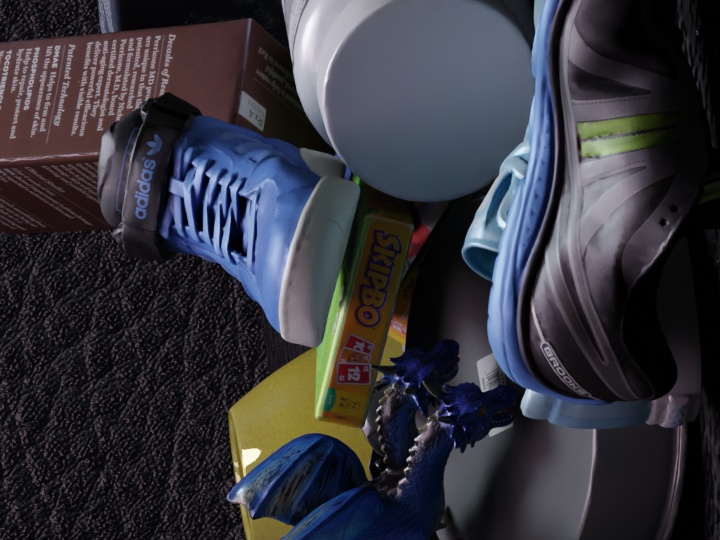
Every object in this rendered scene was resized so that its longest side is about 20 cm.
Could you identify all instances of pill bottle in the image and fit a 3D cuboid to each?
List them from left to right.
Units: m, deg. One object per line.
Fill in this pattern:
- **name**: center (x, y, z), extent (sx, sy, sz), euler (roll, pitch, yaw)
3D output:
- **pill bottle**: center (0.023, -0.109, 1.096), extent (0.200, 0.113, 0.114), euler (-103, 7, -68)

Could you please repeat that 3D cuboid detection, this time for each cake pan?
- **cake pan**: center (0.072, 0.054, 1.017), extent (0.200, 0.037, 0.201), euler (178, 90, -65)

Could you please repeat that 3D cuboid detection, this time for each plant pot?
- **plant pot**: center (-0.014, 0.134, 1.630), extent (0.200, 0.141, 0.201), euler (172, 90, -82)

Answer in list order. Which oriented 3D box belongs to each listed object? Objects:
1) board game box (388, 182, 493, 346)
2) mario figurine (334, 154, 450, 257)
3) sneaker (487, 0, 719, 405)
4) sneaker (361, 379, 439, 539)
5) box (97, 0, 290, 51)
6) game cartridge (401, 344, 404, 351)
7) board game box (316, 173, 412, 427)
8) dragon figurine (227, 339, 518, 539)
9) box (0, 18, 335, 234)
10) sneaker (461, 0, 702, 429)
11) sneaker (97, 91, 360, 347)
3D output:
- **board game box**: center (0.050, -0.021, 1.189), extent (0.096, 0.030, 0.200), euler (-58, -3, -12)
- **mario figurine**: center (0.006, -0.062, 1.363), extent (0.124, 0.106, 0.200), euler (54, -164, 2)
- **sneaker**: center (0.100, -0.047, 0.826), extent (0.071, 0.082, 0.200), euler (-25, -53, -61)
- **sneaker**: center (0.046, 0.069, 1.214), extent (0.060, 0.104, 0.200), euler (-105, 10, -47)
- **box**: center (-0.044, -0.178, 1.272), extent (0.200, 0.196, 0.118), euler (90, 169, -48)
- **game cartridge**: center (0.058, 0.073, 1.428), extent (0.200, 0.038, 0.130), euler (106, 159, -74)
- **board game box**: center (0.000, 0.000, 1.135), extent (0.200, 0.030, 0.096), euler (-103, 26, -75)
- **dragon figurine**: center (-0.016, 0.109, 1.006), extent (0.100, 0.200, 0.059), euler (58, 180, -40)
- **box**: center (-0.121, -0.070, 1.201), extent (0.100, 0.199, 0.075), euler (38, -123, -56)
- **sneaker**: center (0.078, -0.034, 0.920), extent (0.074, 0.082, 0.201), euler (99, 164, -64)
- **sneaker**: center (-0.062, -0.025, 1.017), extent (0.200, 0.111, 0.077), euler (-98, 22, -76)
